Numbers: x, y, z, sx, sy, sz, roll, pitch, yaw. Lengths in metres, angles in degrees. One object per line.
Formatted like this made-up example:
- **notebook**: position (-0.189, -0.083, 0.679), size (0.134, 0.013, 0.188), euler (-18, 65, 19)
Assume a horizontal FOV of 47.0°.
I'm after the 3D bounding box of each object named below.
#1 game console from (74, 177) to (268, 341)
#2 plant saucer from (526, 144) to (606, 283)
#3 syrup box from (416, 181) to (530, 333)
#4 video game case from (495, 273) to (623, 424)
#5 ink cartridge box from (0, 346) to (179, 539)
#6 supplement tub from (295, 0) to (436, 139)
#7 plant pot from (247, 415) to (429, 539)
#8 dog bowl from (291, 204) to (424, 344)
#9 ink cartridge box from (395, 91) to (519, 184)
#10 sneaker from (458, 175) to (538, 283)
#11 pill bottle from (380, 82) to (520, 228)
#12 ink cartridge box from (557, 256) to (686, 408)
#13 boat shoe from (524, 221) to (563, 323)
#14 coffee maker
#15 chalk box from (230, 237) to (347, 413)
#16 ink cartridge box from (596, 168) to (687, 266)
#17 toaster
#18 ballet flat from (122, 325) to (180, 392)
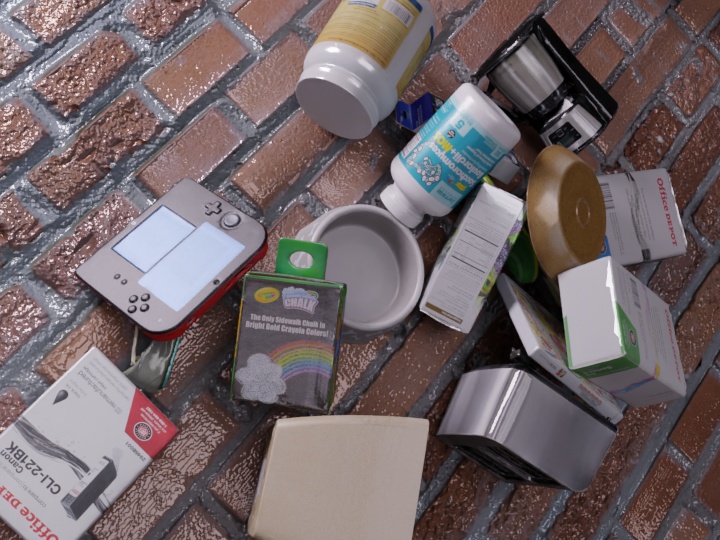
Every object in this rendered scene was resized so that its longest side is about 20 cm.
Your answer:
- **game console**: position (-0.231, -0.019, 1.032), size (0.176, 0.031, 0.200), euler (34, 63, 23)
- **plant saucer**: position (0.303, -0.081, 1.177), size (0.199, 0.035, 0.202), euler (6, 81, -47)
- **syrup box**: position (0.157, -0.019, 1.170), size (0.081, 0.079, 0.201), euler (25, 93, -3)
- **video game case**: position (0.279, 0.107, 1.179), size (0.182, 0.200, 0.023), euler (38, 110, -23)
- **ink cartridge box**: position (-0.334, 0.211, 0.956), size (0.144, 0.084, 0.200), euler (46, 66, -8)
- **supplement tub**: position (0.007, -0.303, 1.177), size (0.144, 0.145, 0.201), euler (35, 68, -12)
- **plant pot**: position (-0.038, 0.272, 1.016), size (0.175, 0.200, 0.202), euler (13, 73, -8)
- **dog bowl**: position (0.000, 0.000, 1.157), size (0.198, 0.059, 0.202), euler (5, 76, -21)
- **ink cartridge box**: position (0.144, -0.208, 1.245), size (0.199, 0.039, 0.100), euler (25, 30, -16)
- **sneaker**: position (0.193, -0.059, 1.248), size (0.083, 0.074, 0.201), euler (-32, 82, -16)
- **pill bottle**: position (0.118, -0.153, 1.153), size (0.111, 0.111, 0.200), euler (40, 109, -10)
- **ink cartridge box**: position (0.365, 0.091, 1.151), size (0.199, 0.087, 0.146), euler (27, 51, -40)
- **boat shoe**: position (0.295, 0.011, 1.273), size (0.071, 0.066, 0.202), euler (-19, 70, -37)
- **coffee maker**: position (0.308, -0.295, 1.309), size (0.200, 0.135, 0.192), euler (47, 65, -8)
- **chalk box**: position (-0.083, 0.063, 1.035), size (0.123, 0.124, 0.202), euler (8, 88, 1)
- **ink cartridge box**: position (0.408, -0.076, 1.330), size (0.198, 0.084, 0.146), euler (-8, 82, -23)
- **toaster**: position (0.217, 0.212, 1.134), size (0.199, 0.181, 0.119), euler (34, 69, -13)
- **ballet flat**: position (-0.241, 0.052, 1.040), size (0.063, 0.067, 0.201), euler (24, 71, -11)
